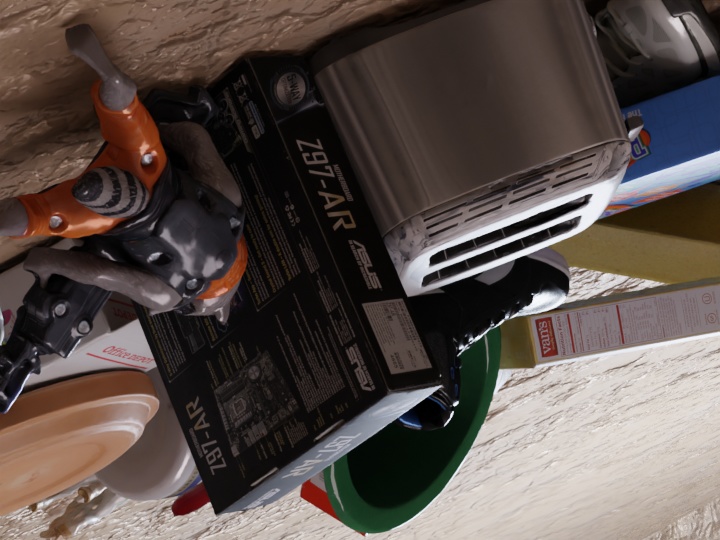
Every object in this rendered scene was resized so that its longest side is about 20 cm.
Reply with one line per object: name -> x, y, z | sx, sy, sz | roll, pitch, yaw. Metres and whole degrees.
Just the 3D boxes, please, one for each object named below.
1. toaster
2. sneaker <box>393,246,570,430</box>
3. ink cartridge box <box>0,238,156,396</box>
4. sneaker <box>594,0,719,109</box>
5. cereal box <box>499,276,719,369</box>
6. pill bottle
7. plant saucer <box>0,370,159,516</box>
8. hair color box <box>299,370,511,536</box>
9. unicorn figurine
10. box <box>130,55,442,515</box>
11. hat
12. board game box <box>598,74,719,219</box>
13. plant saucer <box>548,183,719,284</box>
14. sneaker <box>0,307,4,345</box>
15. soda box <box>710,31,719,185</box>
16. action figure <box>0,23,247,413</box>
toaster -> 0.054, -0.072, 1.356 | 0.199, 0.129, 0.114 | -20, 163, -13
sneaker -> 0.051, 0.041, 1.436 | 0.200, 0.112, 0.073 | 4, 153, -39
ink cartridge box -> -0.189, 0.041, 1.486 | 0.200, 0.068, 0.115 | -27, 166, 12
sneaker -> 0.148, -0.118, 1.442 | 0.115, 0.076, 0.201 | -26, 167, 1
cereal box -> 0.177, 0.035, 1.664 | 0.199, 0.040, 0.144 | -10, 179, -18
pill bottle -> -0.094, 0.098, 1.730 | 0.111, 0.111, 0.200 | -35, 161, 34
plant saucer -> -0.216, 0.118, 1.520 | 0.200, 0.032, 0.200 | -23, 166, -6
hair color box -> 0.041, 0.082, 1.762 | 0.200, 0.064, 0.111 | -43, 155, -38
unicorn figurine -> -0.169, 0.145, 1.875 | 0.137, 0.074, 0.200 | -24, -178, -38
box -> -0.055, 0.009, 1.332 | 0.043, 0.200, 0.160 | -7, 157, -44
hat -> -0.034, 0.069, 1.588 | 0.200, 0.176, 0.166 | -54, 141, -19
board game box -> 0.167, -0.068, 1.476 | 0.200, 0.045, 0.152 | -18, 174, 27
plant saucer -> 0.207, -0.030, 1.713 | 0.199, 0.049, 0.200 | 10, 171, 4
sneaker -> -0.230, 0.006, 1.250 | 0.078, 0.100, 0.200 | -24, 165, 17
soda box -> 0.248, -0.103, 1.633 | 0.063, 0.069, 0.200 | -24, 168, 4
action figure -> -0.127, -0.010, 1.241 | 0.193, 0.104, 0.200 | 33, 85, -54
